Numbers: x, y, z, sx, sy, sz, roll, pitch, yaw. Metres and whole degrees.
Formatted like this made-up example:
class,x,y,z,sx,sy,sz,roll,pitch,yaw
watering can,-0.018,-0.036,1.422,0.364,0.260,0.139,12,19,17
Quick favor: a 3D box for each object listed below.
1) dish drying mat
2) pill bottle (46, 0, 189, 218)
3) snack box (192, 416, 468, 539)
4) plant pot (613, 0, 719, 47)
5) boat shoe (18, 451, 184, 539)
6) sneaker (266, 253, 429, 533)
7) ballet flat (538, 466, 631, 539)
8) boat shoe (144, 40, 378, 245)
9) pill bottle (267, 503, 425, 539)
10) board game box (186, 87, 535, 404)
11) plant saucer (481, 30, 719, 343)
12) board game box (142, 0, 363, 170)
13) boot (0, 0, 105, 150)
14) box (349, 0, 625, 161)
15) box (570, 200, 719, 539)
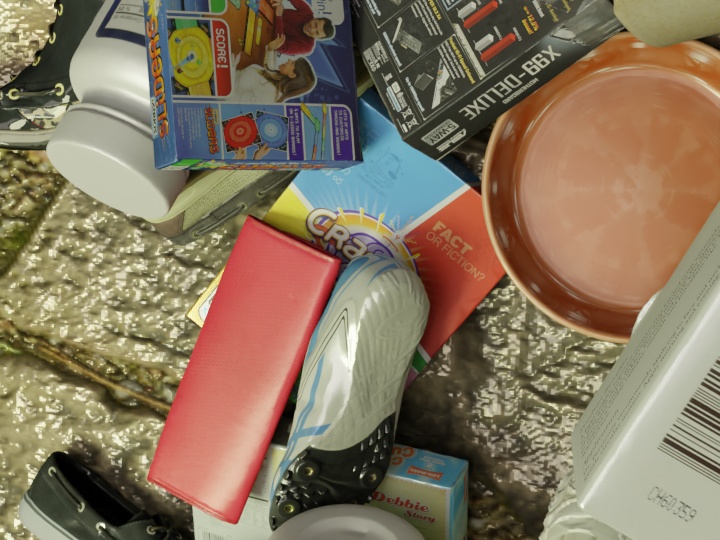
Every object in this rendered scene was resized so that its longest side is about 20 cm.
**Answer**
class,x,y,z,sx,sy,sz,roll,pitch,yaw
dish drying mat,-0.079,0.068,1.158,0.077,0.018,0.200,26,102,21
pill bottle,-0.123,-0.141,1.144,0.120,0.120,0.200,19,69,19
snack box,-0.024,0.165,1.196,0.200,0.037,0.116,12,123,20
plant pot,0.235,-0.225,1.018,0.183,0.200,0.201,-19,87,33
boat shoe,-0.167,0.202,1.261,0.200,0.069,0.057,28,103,19
sneaker,-0.012,0.085,1.129,0.072,0.072,0.200,19,95,-25
ballet flat,0.141,0.212,1.100,0.072,0.072,0.200,4,68,21
boat shoe,-0.067,-0.089,1.201,0.201,0.066,0.072,-33,47,2
pill bottle,-0.009,0.259,1.109,0.111,0.111,0.200,12,123,20
board game box,0.000,0.000,1.173,0.153,0.040,0.200,39,107,-2
plant saucer,0.179,-0.053,1.104,0.200,0.032,0.200,0,90,7
board game box,-0.070,-0.164,1.086,0.034,0.135,0.200,-12,80,58
boot,-0.221,-0.165,1.251,0.203,0.073,0.154,0,92,15
box,0.061,-0.198,1.114,0.158,0.050,0.200,-35,61,19
box,0.259,0.089,1.024,0.200,0.131,0.199,29,105,-3
